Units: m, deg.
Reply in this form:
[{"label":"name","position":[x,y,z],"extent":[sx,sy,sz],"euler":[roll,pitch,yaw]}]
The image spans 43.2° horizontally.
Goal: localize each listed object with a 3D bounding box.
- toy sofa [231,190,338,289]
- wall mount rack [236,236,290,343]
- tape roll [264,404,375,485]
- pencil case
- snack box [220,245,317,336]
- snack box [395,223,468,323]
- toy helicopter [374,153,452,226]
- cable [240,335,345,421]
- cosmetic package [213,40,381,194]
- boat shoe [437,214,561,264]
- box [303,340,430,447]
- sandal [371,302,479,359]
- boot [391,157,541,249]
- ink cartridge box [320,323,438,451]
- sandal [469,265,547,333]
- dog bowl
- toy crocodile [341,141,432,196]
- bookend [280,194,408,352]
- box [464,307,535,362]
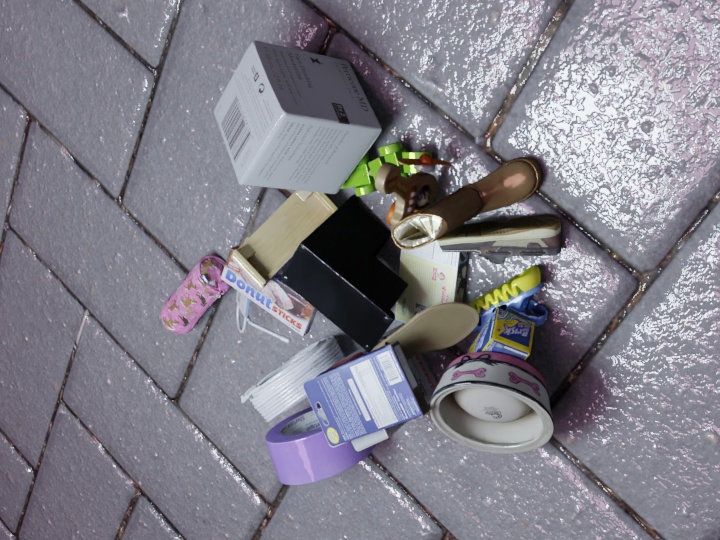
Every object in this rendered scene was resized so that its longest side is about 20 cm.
[{"label":"toy sofa","position":[-0.135,-0.065,1.630],"extent":[0.083,0.200,0.098],"euler":[44,171,-1]},{"label":"wall mount rack","position":[-0.185,0.042,1.741],"extent":[0.174,0.073,0.203],"euler":[-128,42,-52]},{"label":"tape roll","position":[-0.076,0.320,1.717],"extent":[0.198,0.199,0.086],"euler":[-13,100,39]},{"label":"pencil case","position":[-0.345,0.054,1.899],"extent":[0.082,0.087,0.200],"euler":[33,131,-16]},{"label":"snack box","position":[-0.167,0.036,1.673],"extent":[0.198,0.024,0.073],"euler":[33,122,16]},{"label":"snack box","position":[0.122,0.007,1.552],"extent":[0.115,0.037,0.204],"euler":[20,117,31]},{"label":"toy helicopter","position":[0.078,-0.132,1.423],"extent":[0.078,0.199,0.134],"euler":[28,92,27]},{"label":"cable","position":[-0.116,0.202,1.702],"extent":[0.070,0.199,0.200],"euler":[55,149,-2]},{"label":"cosmetic package","position":[-0.106,-0.246,1.496],"extent":[0.165,0.197,0.167],"euler":[-50,53,39]},{"label":"boat shoe","position":[0.218,-0.040,1.425],"extent":[0.197,0.072,0.067],"euler":[-7,109,21]},{"label":"box","position":[0.005,0.202,1.465],"extent":[0.198,0.032,0.123],"euler":[-26,90,33]},{"label":"sandal","position":[0.096,0.098,1.493],"extent":[0.210,0.070,0.078],"euler":[-33,111,17]},{"label":"boot","position":[0.165,-0.097,1.374],"extent":[0.174,0.199,0.067],"euler":[-27,91,40]},{"label":"ink cartridge box","position":[0.038,0.199,1.586],"extent":[0.083,0.199,0.146],"euler":[-30,89,36]},{"label":"sandal","position":[0.226,0.074,1.477],"extent":[0.199,0.079,0.088],"euler":[-32,91,42]},{"label":"dog bowl","position":[0.209,0.206,1.430],"extent":[0.196,0.075,0.202],"euler":[10,141,8]},{"label":"toy crocodile","position":[0.036,-0.174,1.542],"extent":[0.198,0.061,0.069],"euler":[-12,99,44]},{"label":"bookend","position":[0.000,0.000,1.562],"extent":[0.198,0.200,0.093],"euler":[38,129,4]},{"label":"box","position":[0.211,0.148,1.472],"extent":[0.069,0.065,0.201],"euler":[20,141,-3]}]
